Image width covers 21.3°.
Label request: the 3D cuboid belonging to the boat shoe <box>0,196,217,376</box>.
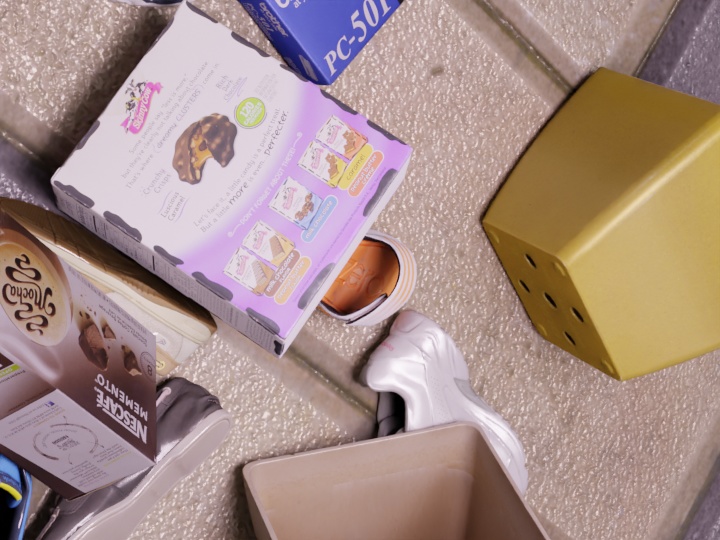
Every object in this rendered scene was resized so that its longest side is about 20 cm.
[{"bbox_3d":[-0.194,0.017,1.369,0.200,0.074,0.066,33,101,-30],"label":"boat shoe"}]

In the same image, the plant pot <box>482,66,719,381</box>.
[{"bbox_3d":[0.225,-0.025,1.610,0.176,0.200,0.200,-37,119,-14],"label":"plant pot"}]

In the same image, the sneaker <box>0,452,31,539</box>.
[{"bbox_3d":[-0.250,0.118,1.316,0.066,0.078,0.201,14,70,-37],"label":"sneaker"}]

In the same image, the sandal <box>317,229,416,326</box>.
[{"bbox_3d":[-0.004,0.007,1.478,0.079,0.059,0.206,-61,151,5],"label":"sandal"}]

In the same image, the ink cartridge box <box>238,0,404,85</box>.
[{"bbox_3d":[0.001,-0.246,1.483,0.200,0.044,0.094,-51,122,-18],"label":"ink cartridge box"}]

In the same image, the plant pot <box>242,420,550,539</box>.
[{"bbox_3d":[0.028,0.260,1.492,0.199,0.200,0.178,-9,123,-16],"label":"plant pot"}]

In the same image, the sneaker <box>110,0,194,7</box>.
[{"bbox_3d":[-0.159,-0.235,1.312,0.199,0.129,0.080,32,80,-36],"label":"sneaker"}]

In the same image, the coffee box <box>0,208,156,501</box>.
[{"bbox_3d":[-0.223,0.053,1.272,0.200,0.080,0.113,46,29,-43],"label":"coffee box"}]

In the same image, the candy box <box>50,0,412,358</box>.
[{"bbox_3d":[-0.091,-0.065,1.366,0.200,0.072,0.168,34,76,4],"label":"candy box"}]

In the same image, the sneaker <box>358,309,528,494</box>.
[{"bbox_3d":[0.061,0.132,1.590,0.099,0.078,0.200,-42,112,-16],"label":"sneaker"}]

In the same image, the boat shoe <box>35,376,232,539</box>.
[{"bbox_3d":[-0.183,0.158,1.423,0.200,0.057,0.067,-42,156,-19],"label":"boat shoe"}]
